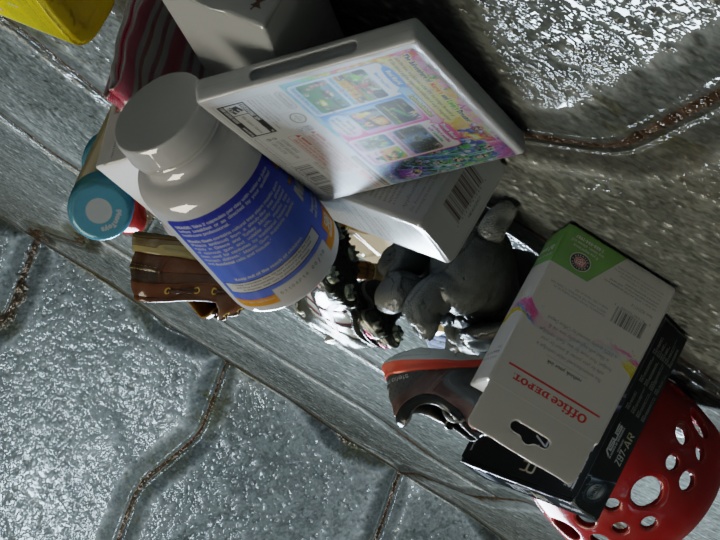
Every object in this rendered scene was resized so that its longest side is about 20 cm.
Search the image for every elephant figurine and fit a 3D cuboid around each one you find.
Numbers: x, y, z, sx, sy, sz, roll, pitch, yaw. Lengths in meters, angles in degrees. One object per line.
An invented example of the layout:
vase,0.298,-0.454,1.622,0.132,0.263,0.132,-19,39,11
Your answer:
elephant figurine,0.119,0.033,1.472,0.200,0.142,0.155,39,168,-34

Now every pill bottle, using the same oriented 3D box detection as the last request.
pill bottle,-0.109,-0.065,1.248,0.112,0.112,0.200,19,156,42

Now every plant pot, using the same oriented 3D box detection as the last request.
plant pot,0.252,0.176,1.612,0.183,0.201,0.200,46,162,-26

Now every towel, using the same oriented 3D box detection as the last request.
towel,-0.137,-0.157,1.319,0.030,0.147,0.200,-9,147,32

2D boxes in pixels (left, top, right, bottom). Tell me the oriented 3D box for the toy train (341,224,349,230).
toy train,-0.098,-0.070,1.554,0.199,0.056,0.151,-9,123,43

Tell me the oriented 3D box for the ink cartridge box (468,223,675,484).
ink cartridge box,0.177,0.076,1.357,0.117,0.201,0.067,31,168,-5

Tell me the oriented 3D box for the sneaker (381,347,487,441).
sneaker,0.117,0.121,1.428,0.199,0.082,0.077,1,157,-9

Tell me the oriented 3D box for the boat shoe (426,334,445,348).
boat shoe,0.105,0.046,1.686,0.072,0.072,0.201,18,137,37

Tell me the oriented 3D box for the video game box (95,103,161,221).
video game box,-0.140,-0.118,1.373,0.047,0.183,0.200,-13,144,30

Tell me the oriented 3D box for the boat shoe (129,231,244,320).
boat shoe,-0.139,0.013,1.450,0.072,0.068,0.200,8,175,43

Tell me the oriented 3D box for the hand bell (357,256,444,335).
hand bell,0.000,0.000,1.529,0.199,0.105,0.104,10,179,-31

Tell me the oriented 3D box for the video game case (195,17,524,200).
video game case,0.005,-0.115,1.165,0.181,0.024,0.200,-12,155,25

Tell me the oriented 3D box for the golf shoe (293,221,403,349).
golf shoe,-0.034,0.017,1.448,0.088,0.077,0.200,-12,138,26

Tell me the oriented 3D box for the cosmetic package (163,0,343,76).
cosmetic package,-0.073,-0.182,1.189,0.101,0.074,0.200,24,165,19

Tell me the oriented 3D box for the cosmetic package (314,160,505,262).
cosmetic package,0.011,-0.090,1.323,0.199,0.102,0.074,23,164,37

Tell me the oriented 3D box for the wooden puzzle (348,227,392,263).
wooden puzzle,-0.032,-0.070,1.641,0.199,0.046,0.185,22,166,16

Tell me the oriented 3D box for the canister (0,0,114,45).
canister,-0.331,-0.286,1.377,0.199,0.087,0.149,24,166,22

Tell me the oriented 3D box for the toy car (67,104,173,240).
toy car,-0.163,-0.093,1.492,0.199,0.177,0.184,26,-165,-14

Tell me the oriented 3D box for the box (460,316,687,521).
box,0.205,0.126,1.491,0.043,0.201,0.160,38,166,-37
